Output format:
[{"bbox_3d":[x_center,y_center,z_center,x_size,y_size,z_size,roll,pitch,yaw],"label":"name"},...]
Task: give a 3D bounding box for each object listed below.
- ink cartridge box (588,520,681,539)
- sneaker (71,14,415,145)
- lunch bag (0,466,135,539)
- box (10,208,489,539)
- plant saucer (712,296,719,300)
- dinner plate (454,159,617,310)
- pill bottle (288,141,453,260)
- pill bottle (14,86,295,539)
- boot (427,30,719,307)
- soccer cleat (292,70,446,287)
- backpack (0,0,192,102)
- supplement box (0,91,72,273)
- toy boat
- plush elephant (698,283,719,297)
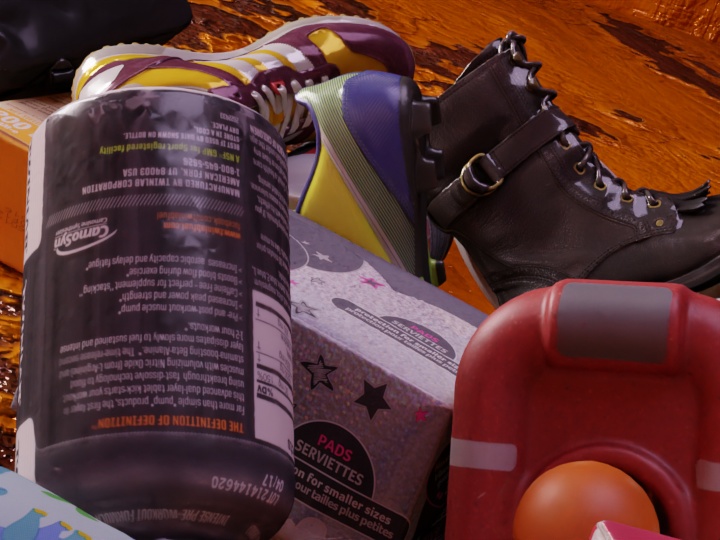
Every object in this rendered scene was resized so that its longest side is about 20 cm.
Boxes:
[{"bbox_3d":[0.147,0.182,0.546,0.199,0.146,0.084,16,21,-14],"label":"ink cartridge box"},{"bbox_3d":[-0.058,-0.089,0.939,0.198,0.075,0.090,-11,32,-12],"label":"sneaker"},{"bbox_3d":[-0.110,0.135,0.498,0.199,0.083,0.161,26,18,14],"label":"lunch bag"},{"bbox_3d":[-0.035,0.049,0.777,0.199,0.115,0.132,27,19,20],"label":"box"},{"bbox_3d":[0.212,0.068,0.796,0.198,0.050,0.201,2,42,-2],"label":"plant saucer"},{"bbox_3d":[0.116,-0.006,1.039,0.024,0.201,0.200,-36,51,-28],"label":"dinner plate"},{"bbox_3d":[-0.016,-0.018,0.989,0.115,0.117,0.200,23,18,8],"label":"pill bottle"},{"bbox_3d":[-0.077,0.041,0.641,0.106,0.106,0.202,11,63,-28],"label":"pill bottle"},{"bbox_3d":[0.120,-0.054,0.901,0.175,0.199,0.069,59,4,11],"label":"boot"},{"bbox_3d":[0.000,0.000,0.860,0.083,0.202,0.065,1,9,11],"label":"soccer cleat"},{"bbox_3d":[-0.235,-0.161,1.073,0.163,0.199,0.155,-24,89,-41],"label":"backpack"},{"bbox_3d":[-0.144,-0.050,1.007,0.125,0.074,0.200,27,18,15],"label":"supplement box"},{"bbox_3d":[0.087,0.100,0.621,0.129,0.202,0.131,2,-7,16],"label":"toy boat"},{"bbox_3d":[0.241,0.079,0.933,0.164,0.156,0.200,17,19,-12],"label":"plush elephant"}]
